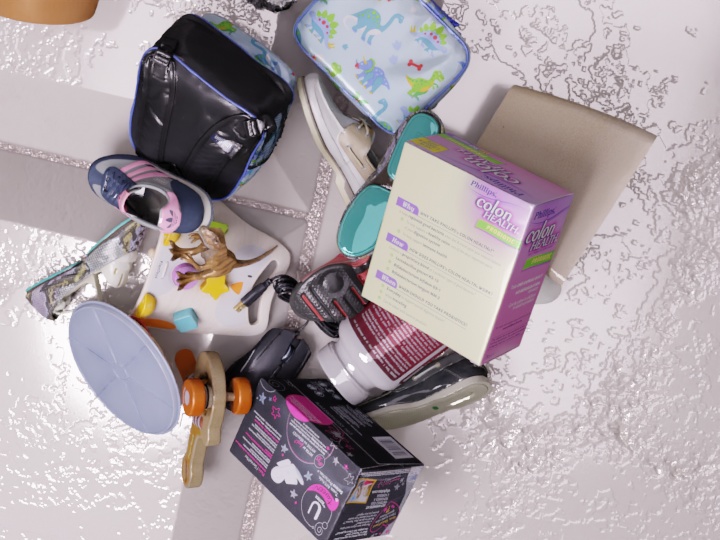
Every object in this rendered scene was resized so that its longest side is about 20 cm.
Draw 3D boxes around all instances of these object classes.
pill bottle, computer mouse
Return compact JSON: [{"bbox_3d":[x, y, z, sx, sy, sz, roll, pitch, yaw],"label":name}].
[{"bbox_3d":[0.047,0.078,1.487,0.200,0.113,0.113,-37,96,7],"label":"pill bottle"},{"bbox_3d":[-0.125,0.101,1.507,0.200,0.046,0.140,-41,119,8],"label":"computer mouse"}]

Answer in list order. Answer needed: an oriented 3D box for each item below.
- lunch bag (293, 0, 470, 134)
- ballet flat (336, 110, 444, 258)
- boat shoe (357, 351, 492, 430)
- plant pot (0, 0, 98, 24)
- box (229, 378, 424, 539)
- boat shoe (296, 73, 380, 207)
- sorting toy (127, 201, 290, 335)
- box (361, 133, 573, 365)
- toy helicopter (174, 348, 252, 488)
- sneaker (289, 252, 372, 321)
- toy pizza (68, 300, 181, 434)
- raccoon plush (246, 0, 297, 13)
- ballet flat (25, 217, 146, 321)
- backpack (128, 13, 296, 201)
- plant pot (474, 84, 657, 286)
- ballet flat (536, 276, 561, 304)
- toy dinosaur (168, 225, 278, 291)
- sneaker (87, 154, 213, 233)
[{"bbox_3d":[0.031,-0.281,1.443,0.200,0.082,0.161,44,99,-5],"label":"lunch bag"},{"bbox_3d":[0.042,-0.100,1.414,0.072,0.072,0.201,32,99,-3],"label":"ballet flat"},{"bbox_3d":[0.072,0.160,1.534,0.199,0.072,0.068,-22,60,12],"label":"boat shoe"},{"bbox_3d":[-0.383,-0.381,1.395,0.199,0.200,0.141,11,116,0],"label":"plant pot"},{"bbox_3d":[-0.044,0.235,1.458,0.200,0.132,0.115,38,109,36],"label":"box"},{"bbox_3d":[-0.015,-0.163,1.453,0.068,0.075,0.201,-20,122,12],"label":"boat shoe"},{"bbox_3d":[-0.189,0.007,1.506,0.179,0.107,0.201,16,100,-20],"label":"sorting toy"},{"bbox_3d":[0.118,-0.028,1.325,0.175,0.096,0.201,30,118,29],"label":"box"},{"bbox_3d":[-0.209,0.192,1.509,0.078,0.132,0.201,0,121,-26],"label":"toy helicopter"},{"bbox_3d":[0.000,0.000,1.486,0.199,0.087,0.074,-32,101,-1],"label":"sneaker"},{"bbox_3d":[-0.299,0.122,1.500,0.199,0.032,0.201,24,133,29],"label":"toy pizza"},{"bbox_3d":[-0.142,-0.367,1.407,0.199,0.134,0.097,9,100,0],"label":"raccoon plush"},{"bbox_3d":[-0.341,0.003,1.510,0.200,0.072,0.072,-33,97,13],"label":"ballet flat"},{"bbox_3d":[-0.178,-0.194,1.421,0.183,0.147,0.200,35,140,2],"label":"backpack"},{"bbox_3d":[0.228,-0.118,1.418,0.177,0.200,0.200,33,99,9],"label":"plant pot"},{"bbox_3d":[0.170,-0.013,1.490,0.200,0.069,0.070,37,99,-4],"label":"ballet flat"},{"bbox_3d":[-0.171,-0.010,1.415,0.106,0.200,0.061,-7,82,8],"label":"toy dinosaur"},{"bbox_3d":[-0.272,-0.095,1.401,0.199,0.082,0.071,18,107,32],"label":"sneaker"}]
